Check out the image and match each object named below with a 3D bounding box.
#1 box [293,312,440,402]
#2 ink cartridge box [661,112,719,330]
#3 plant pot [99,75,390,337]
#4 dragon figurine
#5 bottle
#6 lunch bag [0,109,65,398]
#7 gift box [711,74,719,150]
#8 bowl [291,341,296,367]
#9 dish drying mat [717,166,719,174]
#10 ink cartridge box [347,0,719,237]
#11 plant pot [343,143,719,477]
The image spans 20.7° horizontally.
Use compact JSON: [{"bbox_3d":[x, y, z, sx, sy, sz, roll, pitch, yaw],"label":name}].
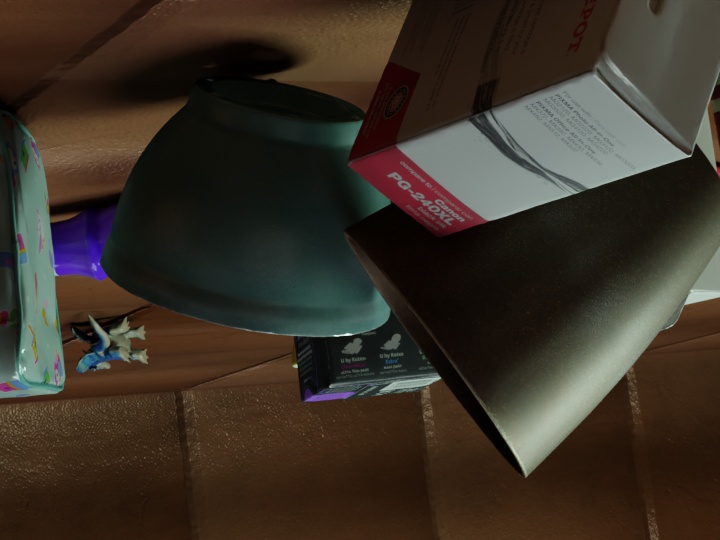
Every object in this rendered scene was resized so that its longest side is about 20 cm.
[{"bbox_3d":[0.000,0.000,1.621,0.105,0.201,0.122,-5,172,-14],"label":"box"},{"bbox_3d":[0.188,-0.044,1.493,0.125,0.201,0.128,1,169,-45],"label":"ink cartridge box"},{"bbox_3d":[-0.064,-0.053,1.316,0.199,0.135,0.200,11,-164,-3],"label":"plant pot"},{"bbox_3d":[-0.330,0.095,2.467,0.099,0.059,0.200,-10,173,13],"label":"dragon figurine"},{"bbox_3d":[-0.183,-0.030,1.719,0.199,0.066,0.084,-8,173,3],"label":"bottle"},{"bbox_3d":[-0.258,-0.003,1.371,0.077,0.201,0.160,-5,174,0],"label":"lunch bag"},{"bbox_3d":[0.332,-0.105,1.246,0.184,0.201,0.186,-8,175,43],"label":"gift box"},{"bbox_3d":[0.015,0.054,2.310,0.199,0.108,0.200,-4,173,-1],"label":"bowl"},{"bbox_3d":[0.325,-0.090,1.942,0.077,0.018,0.200,-14,169,31],"label":"dish drying mat"},{"bbox_3d":[0.103,-0.115,1.077,0.083,0.146,0.200,39,147,-27],"label":"ink cartridge box"},{"bbox_3d":[0.123,-0.008,1.207,0.200,0.187,0.187,-37,172,-2],"label":"plant pot"}]
